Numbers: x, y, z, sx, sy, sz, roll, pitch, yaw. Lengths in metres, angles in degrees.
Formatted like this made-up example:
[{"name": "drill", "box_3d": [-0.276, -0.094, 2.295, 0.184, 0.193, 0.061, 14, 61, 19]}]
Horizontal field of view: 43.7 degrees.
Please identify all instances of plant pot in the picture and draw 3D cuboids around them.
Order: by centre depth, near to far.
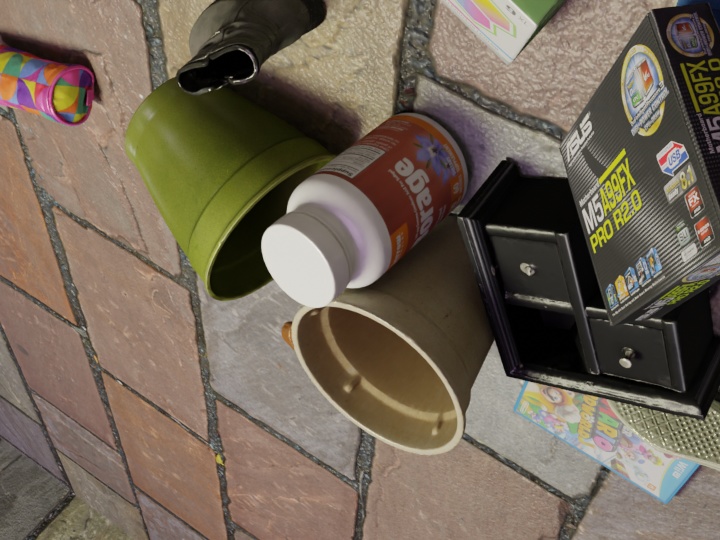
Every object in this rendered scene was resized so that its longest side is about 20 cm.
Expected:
[{"name": "plant pot", "box_3d": [0.063, 0.050, 0.917, 0.199, 0.184, 0.201, 27, 144, 22]}, {"name": "plant pot", "box_3d": [-0.148, -0.107, 0.972, 0.193, 0.200, 0.201, 45, 148, 16]}]

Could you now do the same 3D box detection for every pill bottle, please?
[{"name": "pill bottle", "box_3d": [0.005, -0.055, 0.834, 0.112, 0.200, 0.113, 27, 138, 26]}]

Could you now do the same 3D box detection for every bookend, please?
[{"name": "bookend", "box_3d": [0.214, 0.015, 0.806, 0.199, 0.092, 0.200, 10, 135, 38]}]

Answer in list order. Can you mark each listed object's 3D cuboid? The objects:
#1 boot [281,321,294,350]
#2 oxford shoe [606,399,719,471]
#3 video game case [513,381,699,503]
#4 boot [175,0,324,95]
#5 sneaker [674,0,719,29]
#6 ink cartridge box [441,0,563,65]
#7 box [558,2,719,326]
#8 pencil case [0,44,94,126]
[{"name": "boot", "box_3d": [-0.007, 0.125, 1.176, 0.199, 0.077, 0.155, 31, 165, -23]}, {"name": "oxford shoe", "box_3d": [0.331, 0.154, 0.873, 0.199, 0.076, 0.058, 25, 179, 27]}, {"name": "video game case", "box_3d": [0.271, 0.166, 0.985, 0.199, 0.018, 0.144, 30, 144, 17]}, {"name": "boot", "box_3d": [-0.137, -0.215, 0.869, 0.199, 0.131, 0.068, -4, 125, 47]}, {"name": "sneaker", "box_3d": [0.270, -0.099, 0.603, 0.200, 0.111, 0.077, 50, 146, -12]}, {"name": "ink cartridge box", "box_3d": [0.095, -0.211, 0.608, 0.104, 0.059, 0.200, 43, -176, -1]}, {"name": "box", "box_3d": [0.210, -0.063, 0.640, 0.200, 0.044, 0.162, 107, 151, -72]}, {"name": "pencil case", "box_3d": [-0.437, -0.249, 1.186, 0.199, 0.088, 0.089, 22, 142, 31]}]
